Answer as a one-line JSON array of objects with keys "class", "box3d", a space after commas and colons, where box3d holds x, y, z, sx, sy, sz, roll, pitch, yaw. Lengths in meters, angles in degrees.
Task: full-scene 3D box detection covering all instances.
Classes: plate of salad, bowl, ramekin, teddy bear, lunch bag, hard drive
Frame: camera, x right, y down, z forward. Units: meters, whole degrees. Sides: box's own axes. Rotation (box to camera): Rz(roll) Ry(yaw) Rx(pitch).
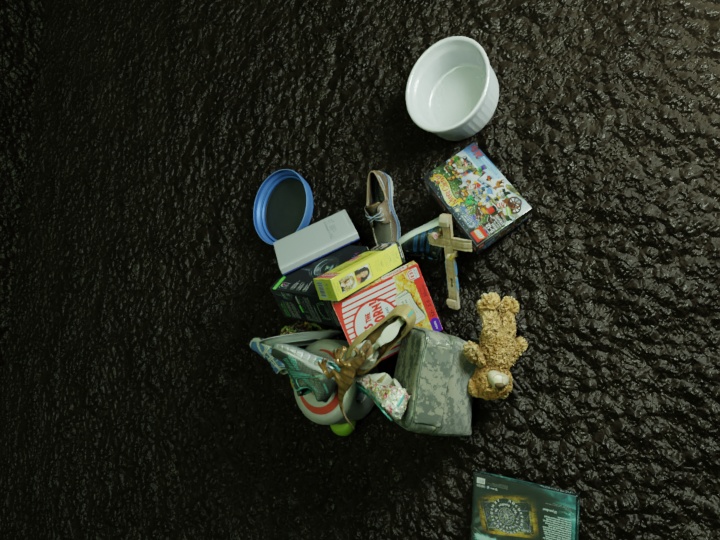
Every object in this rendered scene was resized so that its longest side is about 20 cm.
[{"class": "plate of salad", "box3d": [-0.140, 0.147, 1.285, 0.195, 0.198, 0.050, -14, 76, 32]}, {"class": "bowl", "box3d": [-0.207, -0.167, 1.483, 0.196, 0.039, 0.208, -7, 78, 34]}, {"class": "ramekin", "box3d": [0.203, -0.384, 1.192, 0.196, 0.097, 0.208, -7, 77, 34]}, {"class": "teddy bear", "box3d": [0.259, 0.144, 1.044, 0.066, 0.143, 0.205, 0, 64, 55]}, {"class": "lunch bag", "box3d": [0.158, 0.224, 1.089, 0.139, 0.163, 0.207, 177, 105, -74]}, {"class": "hard drive", "box3d": [-0.108, -0.070, 1.315, 0.195, 0.026, 0.133, -25, 34, -2]}]

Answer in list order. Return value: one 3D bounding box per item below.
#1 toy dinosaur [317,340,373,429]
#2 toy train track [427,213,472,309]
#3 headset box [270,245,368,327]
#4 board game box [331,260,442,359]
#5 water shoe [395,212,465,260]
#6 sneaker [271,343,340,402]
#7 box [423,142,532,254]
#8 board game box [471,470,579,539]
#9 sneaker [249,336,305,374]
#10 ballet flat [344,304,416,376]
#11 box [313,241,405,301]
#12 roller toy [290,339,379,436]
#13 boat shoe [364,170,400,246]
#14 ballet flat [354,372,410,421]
[{"class": "toy dinosaur", "box3d": [-0.034, 0.214, 1.078, 0.106, 0.059, 0.204, 42, 129, 34]}, {"class": "toy train track", "box3d": [0.178, -0.012, 1.128, 0.113, 0.032, 0.206, 14, 121, 47]}, {"class": "headset box", "box3d": [-0.088, 0.027, 1.282, 0.195, 0.094, 0.175, 6, 45, 36]}, {"class": "board game box", "box3d": [0.056, 0.094, 1.154, 0.195, 0.046, 0.155, -26, 102, -2]}, {"class": "water shoe", "box3d": [0.149, -0.054, 1.193, 0.197, 0.071, 0.081, -31, 68, 28]}, {"class": "sneaker", "box3d": [-0.127, 0.218, 1.176, 0.196, 0.077, 0.094, 16, 84, 40]}, {"class": "box", "box3d": [0.237, -0.152, 1.133, 0.135, 0.038, 0.202, -32, 63, -3]}, {"class": "board game box", "box3d": [0.302, 0.465, 1.024, 0.195, 0.028, 0.140, 1, 83, 35]}, {"class": "sneaker", "box3d": [-0.214, 0.219, 1.401, 0.196, 0.075, 0.080, 11, 84, 37]}, {"class": "ballet flat", "box3d": [0.029, 0.143, 1.084, 0.069, 0.063, 0.201, 42, 109, 3]}, {"class": "box", "box3d": [0.000, 0.000, 1.158, 0.074, 0.197, 0.052, 0, 114, 54]}, {"class": "roller toy", "box3d": [-0.060, 0.249, 1.248, 0.184, 0.138, 0.201, -52, 57, 16]}, {"class": "boat shoe", "box3d": [0.042, -0.133, 1.280, 0.071, 0.072, 0.207, -18, 72, 31]}, {"class": "ballet flat", "box3d": [0.047, 0.238, 1.080, 0.064, 0.076, 0.199, -48, 18, -9]}]
